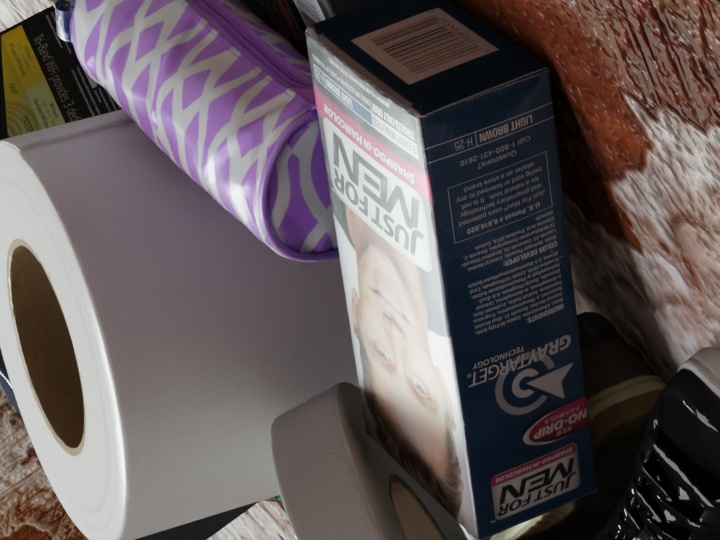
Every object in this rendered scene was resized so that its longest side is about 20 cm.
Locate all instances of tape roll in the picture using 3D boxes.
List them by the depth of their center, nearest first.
[{"bbox_3d":[0.024,0.144,1.271,0.203,0.037,0.203,59,-171,-15],"label":"tape roll"},{"bbox_3d":[-0.087,0.019,1.405,0.203,0.139,0.203,164,90,-70],"label":"tape roll"}]

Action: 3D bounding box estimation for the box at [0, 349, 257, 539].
[{"bbox_3d":[-0.101,0.041,1.671,0.182,0.200,0.104,50,168,18],"label":"box"}]

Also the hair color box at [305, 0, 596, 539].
[{"bbox_3d":[0.037,-0.002,1.178,0.100,0.060,0.200,41,147,52],"label":"hair color box"}]

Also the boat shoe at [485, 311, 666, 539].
[{"bbox_3d":[0.092,0.079,1.298,0.200,0.073,0.065,119,134,-60],"label":"boat shoe"}]

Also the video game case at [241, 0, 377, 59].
[{"bbox_3d":[-0.027,-0.116,1.341,0.181,0.025,0.200,43,165,47],"label":"video game case"}]

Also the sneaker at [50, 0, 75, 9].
[{"bbox_3d":[-0.179,-0.196,1.411,0.129,0.080,0.199,17,-147,-38],"label":"sneaker"}]

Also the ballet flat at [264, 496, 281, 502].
[{"bbox_3d":[-0.025,0.027,1.581,0.068,0.075,0.200,53,-141,-70],"label":"ballet flat"}]

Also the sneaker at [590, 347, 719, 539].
[{"bbox_3d":[0.121,0.113,1.168,0.073,0.112,0.200,47,168,24],"label":"sneaker"}]

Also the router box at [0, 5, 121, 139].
[{"bbox_3d":[-0.169,-0.068,1.644,0.052,0.157,0.200,64,179,-41],"label":"router box"}]

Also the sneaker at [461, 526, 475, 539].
[{"bbox_3d":[0.067,0.101,1.509,0.200,0.076,0.077,44,156,14],"label":"sneaker"}]

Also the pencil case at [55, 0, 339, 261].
[{"bbox_3d":[-0.055,-0.082,1.296,0.200,0.084,0.086,42,133,44],"label":"pencil case"}]
